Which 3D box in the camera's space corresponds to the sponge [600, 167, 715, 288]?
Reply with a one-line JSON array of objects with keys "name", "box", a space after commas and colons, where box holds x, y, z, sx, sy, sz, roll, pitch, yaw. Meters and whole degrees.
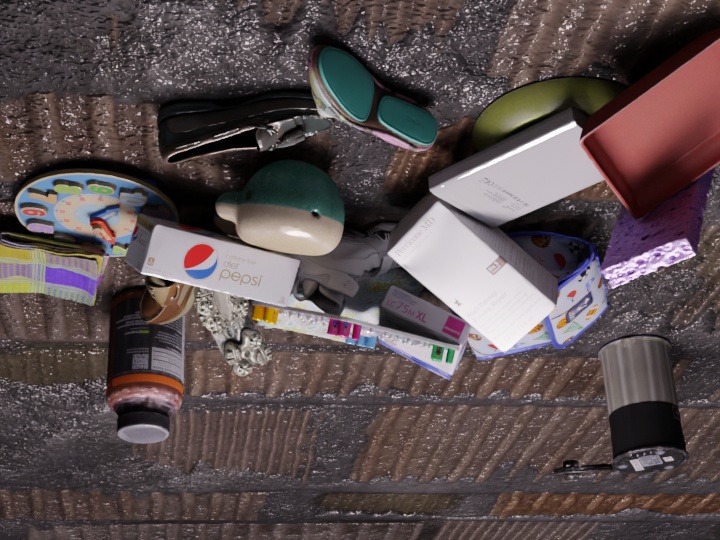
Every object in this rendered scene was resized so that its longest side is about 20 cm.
[{"name": "sponge", "box": [0.347, -0.063, 1.566, 0.111, 0.200, 0.030, -26, 111, 35]}]

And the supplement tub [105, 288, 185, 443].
[{"name": "supplement tub", "box": [-0.297, 0.133, 1.864, 0.107, 0.200, 0.107, -1, 153, -1]}]

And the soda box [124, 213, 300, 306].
[{"name": "soda box", "box": [-0.179, -0.012, 1.644, 0.200, 0.064, 0.068, 14, -173, -30]}]

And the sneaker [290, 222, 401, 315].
[{"name": "sneaker", "box": [0.000, 0.000, 1.726, 0.199, 0.115, 0.075, 7, 152, -18]}]

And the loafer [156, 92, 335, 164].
[{"name": "loafer", "box": [-0.124, -0.149, 1.484, 0.199, 0.063, 0.072, -4, 153, 3]}]

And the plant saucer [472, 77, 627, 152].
[{"name": "plant saucer", "box": [0.229, -0.151, 1.550, 0.199, 0.031, 0.200, -2, 152, -1]}]

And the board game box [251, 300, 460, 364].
[{"name": "board game box", "box": [-0.008, 0.080, 1.725, 0.200, 0.026, 0.200, 17, 174, -39]}]

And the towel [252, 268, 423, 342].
[{"name": "towel", "box": [-0.036, 0.036, 1.871, 0.171, 0.048, 0.200, 11, 149, -31]}]

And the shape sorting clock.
[{"name": "shape sorting clock", "box": [-0.322, -0.066, 1.653, 0.199, 0.039, 0.200, -2, 152, -1]}]

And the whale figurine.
[{"name": "whale figurine", "box": [-0.100, -0.077, 1.618, 0.159, 0.104, 0.200, 14, 172, -29]}]

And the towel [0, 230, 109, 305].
[{"name": "towel", "box": [-0.408, 0.001, 1.760, 0.143, 0.023, 0.200, 10, 158, -13]}]

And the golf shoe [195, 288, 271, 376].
[{"name": "golf shoe", "box": [-0.192, 0.052, 1.855, 0.078, 0.097, 0.200, -27, 128, -15]}]

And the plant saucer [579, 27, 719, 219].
[{"name": "plant saucer", "box": [0.344, -0.164, 1.468, 0.200, 0.037, 0.200, -36, 144, 11]}]

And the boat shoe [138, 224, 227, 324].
[{"name": "boat shoe", "box": [-0.244, 0.002, 1.746, 0.074, 0.076, 0.200, 0, 147, -39]}]

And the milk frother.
[{"name": "milk frother", "box": [0.397, 0.226, 2.119, 0.199, 0.189, 0.181, -4, 152, 3]}]

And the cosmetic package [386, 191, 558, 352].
[{"name": "cosmetic package", "box": [0.138, -0.004, 1.658, 0.200, 0.074, 0.102, 39, 116, -12]}]

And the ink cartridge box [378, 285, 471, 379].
[{"name": "ink cartridge box", "box": [0.084, 0.086, 1.822, 0.119, 0.042, 0.200, 26, 162, 8]}]

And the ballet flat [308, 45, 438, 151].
[{"name": "ballet flat", "box": [-0.001, -0.178, 1.451, 0.071, 0.069, 0.200, -2, 161, 45]}]

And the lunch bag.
[{"name": "lunch bag", "box": [0.226, 0.030, 1.800, 0.199, 0.124, 0.170, -13, 152, 10]}]

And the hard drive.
[{"name": "hard drive", "box": [0.196, -0.115, 1.554, 0.200, 0.027, 0.132, -24, 147, 35]}]
